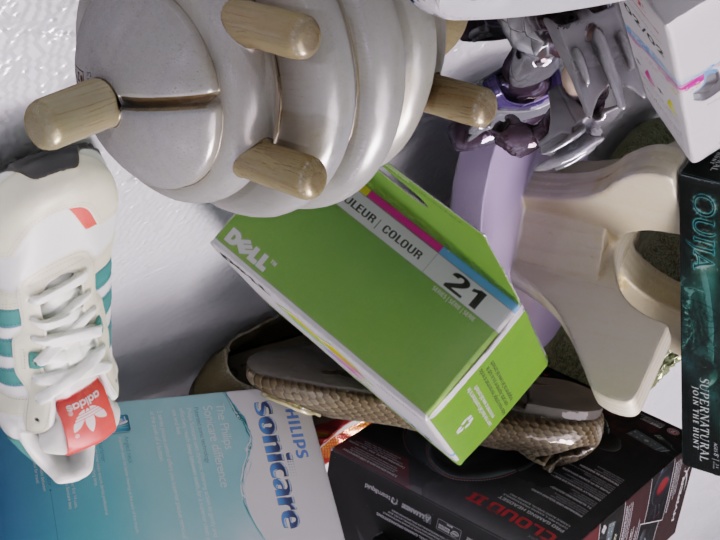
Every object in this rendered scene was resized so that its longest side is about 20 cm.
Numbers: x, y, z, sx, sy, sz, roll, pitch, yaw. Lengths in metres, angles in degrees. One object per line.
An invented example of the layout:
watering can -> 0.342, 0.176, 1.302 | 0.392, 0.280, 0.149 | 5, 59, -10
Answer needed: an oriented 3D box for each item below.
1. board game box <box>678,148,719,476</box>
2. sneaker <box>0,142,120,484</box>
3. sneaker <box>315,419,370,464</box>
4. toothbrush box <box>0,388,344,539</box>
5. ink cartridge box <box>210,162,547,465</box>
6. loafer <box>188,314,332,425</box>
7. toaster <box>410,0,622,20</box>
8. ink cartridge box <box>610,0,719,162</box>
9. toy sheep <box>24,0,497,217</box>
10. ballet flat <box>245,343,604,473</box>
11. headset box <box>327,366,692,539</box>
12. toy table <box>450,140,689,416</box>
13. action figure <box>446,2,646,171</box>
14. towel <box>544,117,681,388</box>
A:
board game box -> 0.212, -0.005, 0.897 | 0.135, 0.028, 0.201 | -48, 142, -38
sneaker -> -0.132, 0.027, 0.747 | 0.070, 0.094, 0.200 | -20, 155, -28
sneaker -> -0.012, 0.091, 1.102 | 0.199, 0.073, 0.077 | -18, 171, -15
toothbrush box -> -0.114, 0.151, 0.890 | 0.199, 0.147, 0.085 | -6, 145, -18
ink cartridge box -> 0.000, 0.000, 0.780 | 0.076, 0.148, 0.200 | -49, 158, -5
loafer -> -0.005, 0.048, 0.987 | 0.199, 0.076, 0.067 | -24, 163, -19
toaster -> 0.051, -0.163, 0.547 | 0.199, 0.129, 0.114 | -14, 151, -38
ink cartridge box -> 0.136, -0.142, 0.723 | 0.068, 0.115, 0.200 | -32, 157, 3
toy sheep -> -0.034, -0.081, 0.601 | 0.199, 0.138, 0.138 | -20, 156, -42
ballet flat -> 0.034, 0.077, 0.906 | 0.199, 0.067, 0.047 | 8, 110, -4
headset box -> 0.081, 0.132, 0.950 | 0.200, 0.148, 0.075 | -26, 133, -49
toy table -> 0.133, -0.016, 0.907 | 0.185, 0.117, 0.200 | -67, 153, -12
action figure -> 0.068, -0.103, 0.695 | 0.069, 0.131, 0.200 | -12, 175, 0
towel -> 0.155, 0.013, 1.044 | 0.036, 0.149, 0.200 | 12, 134, -35
